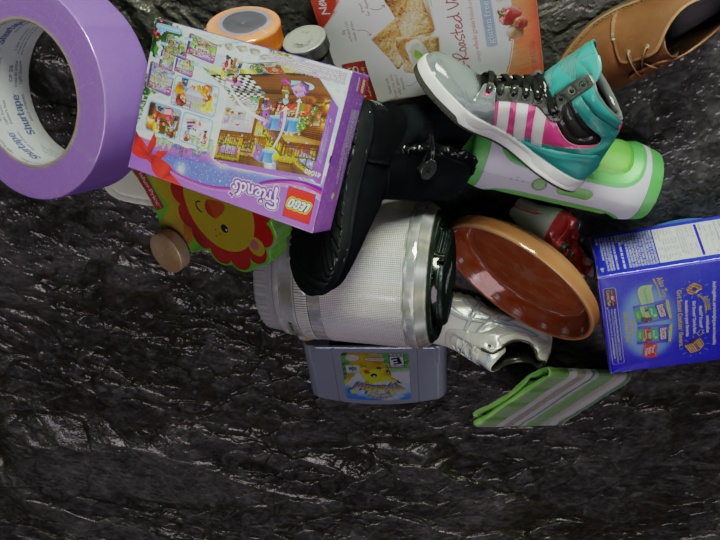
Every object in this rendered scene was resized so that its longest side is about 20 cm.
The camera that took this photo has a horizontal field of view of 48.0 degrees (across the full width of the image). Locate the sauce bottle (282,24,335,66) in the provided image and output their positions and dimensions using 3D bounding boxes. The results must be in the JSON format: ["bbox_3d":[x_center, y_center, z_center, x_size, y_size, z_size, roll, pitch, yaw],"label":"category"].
[{"bbox_3d":[-0.028,-0.140,0.781,0.066,0.066,0.200,-8,142,13],"label":"sauce bottle"}]

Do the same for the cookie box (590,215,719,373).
[{"bbox_3d":[0.374,0.027,0.918,0.199,0.075,0.171,-9,133,14],"label":"cookie box"}]

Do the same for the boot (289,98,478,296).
[{"bbox_3d":[0.029,-0.071,0.780,0.168,0.076,0.201,-4,118,-39],"label":"boot"}]

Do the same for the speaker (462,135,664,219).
[{"bbox_3d":[0.207,-0.111,0.847,0.199,0.089,0.089,12,134,-6],"label":"speaker"}]

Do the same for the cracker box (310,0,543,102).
[{"bbox_3d":[0.064,-0.236,0.756,0.199,0.058,0.134,-7,136,13],"label":"cracker box"}]

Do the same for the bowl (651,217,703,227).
[{"bbox_3d":[0.394,0.017,0.987,0.200,0.039,0.201,3,135,3],"label":"bowl"}]

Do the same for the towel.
[{"bbox_3d":[0.262,0.168,1.101,0.200,0.031,0.149,9,138,-42],"label":"towel"}]

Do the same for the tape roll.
[{"bbox_3d":[-0.298,-0.172,0.780,0.200,0.066,0.201,9,110,27],"label":"tape roll"}]

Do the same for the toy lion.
[{"bbox_3d":[-0.159,-0.088,0.806,0.191,0.069,0.200,-16,108,45],"label":"toy lion"}]

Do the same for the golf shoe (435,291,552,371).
[{"bbox_3d":[0.148,0.084,1.038,0.199,0.097,0.078,-1,136,8],"label":"golf shoe"}]

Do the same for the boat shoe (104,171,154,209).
[{"bbox_3d":[-0.192,-0.088,0.928,0.201,0.060,0.072,17,96,-14],"label":"boat shoe"}]

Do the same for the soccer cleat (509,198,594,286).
[{"bbox_3d":[0.225,-0.017,0.959,0.085,0.069,0.200,32,167,32],"label":"soccer cleat"}]

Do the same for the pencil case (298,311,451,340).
[{"bbox_3d":[0.011,0.039,1.014,0.199,0.083,0.091,-8,115,12],"label":"pencil case"}]

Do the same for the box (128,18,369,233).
[{"bbox_3d":[-0.103,-0.128,0.706,0.200,0.039,0.137,21,105,20],"label":"box"}]

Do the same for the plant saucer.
[{"bbox_3d":[0.186,0.005,0.930,0.200,0.032,0.200,37,165,11],"label":"plant saucer"}]

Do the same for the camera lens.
[{"bbox_3d":[0.000,0.000,0.895,0.199,0.160,0.160,4,135,14],"label":"camera lens"}]

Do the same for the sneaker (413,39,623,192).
[{"bbox_3d":[0.158,-0.164,0.726,0.200,0.084,0.121,29,127,-16],"label":"sneaker"}]

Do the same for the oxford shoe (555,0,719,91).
[{"bbox_3d":[0.258,-0.209,0.757,0.071,0.071,0.200,33,130,-26],"label":"oxford shoe"}]

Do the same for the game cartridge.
[{"bbox_3d":[0.024,0.139,1.148,0.199,0.041,0.134,-1,138,7],"label":"game cartridge"}]

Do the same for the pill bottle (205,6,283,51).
[{"bbox_3d":[-0.104,-0.159,0.817,0.106,0.106,0.200,0,134,5],"label":"pill bottle"}]
